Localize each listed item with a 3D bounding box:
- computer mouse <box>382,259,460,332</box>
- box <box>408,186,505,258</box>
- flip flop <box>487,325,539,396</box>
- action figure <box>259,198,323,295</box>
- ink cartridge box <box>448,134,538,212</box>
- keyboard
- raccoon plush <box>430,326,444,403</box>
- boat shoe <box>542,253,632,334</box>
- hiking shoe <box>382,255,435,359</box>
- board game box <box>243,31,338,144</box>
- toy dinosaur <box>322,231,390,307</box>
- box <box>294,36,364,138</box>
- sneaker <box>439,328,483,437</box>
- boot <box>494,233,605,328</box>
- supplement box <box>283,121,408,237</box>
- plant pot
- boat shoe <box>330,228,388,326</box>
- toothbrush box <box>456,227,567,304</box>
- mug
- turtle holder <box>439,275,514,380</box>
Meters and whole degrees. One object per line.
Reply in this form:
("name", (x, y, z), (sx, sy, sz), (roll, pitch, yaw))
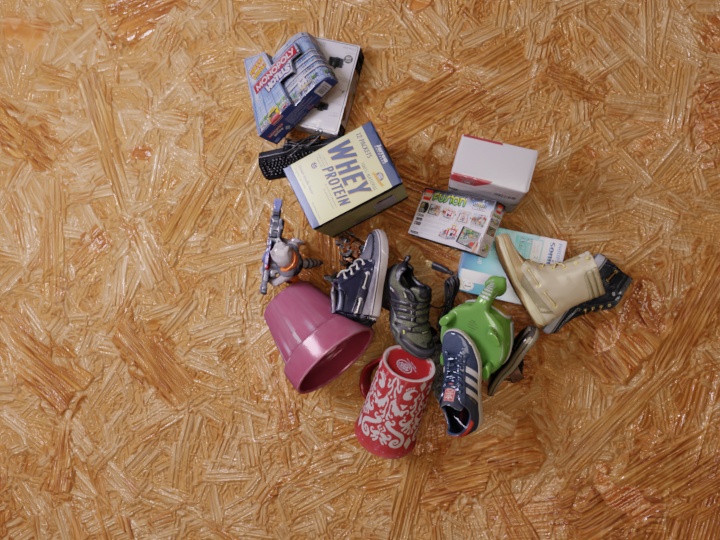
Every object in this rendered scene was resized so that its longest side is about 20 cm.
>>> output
("computer mouse", (0.110, 0.040, 1.127), (0.200, 0.046, 0.141), (23, 109, 29))
("box", (0.192, -0.102, 1.104), (0.200, 0.035, 0.110), (24, 93, 50))
("flip flop", (0.311, 0.191, 1.084), (0.057, 0.081, 0.200), (27, 126, 1))
("action figure", (-0.144, -0.044, 1.133), (0.104, 0.193, 0.201), (7, 90, 7))
("ink cartridge box", (0.257, -0.189, 1.076), (0.146, 0.200, 0.083), (16, 88, 8))
("keyboard", (-0.132, -0.246, 1.183), (0.199, 0.104, 0.040), (-11, 47, 8))
("raccoon plush", (0.152, 0.195, 1.115), (0.097, 0.134, 0.200), (-44, 84, 6))
("boat shoe", (0.466, 0.067, 1.104), (0.091, 0.071, 0.200), (38, 92, 11))
("hiking shoe", (0.102, 0.074, 1.052), (0.076, 0.101, 0.201), (-15, 75, -35))
("board game box", (-0.170, -0.418, 1.167), (0.200, 0.062, 0.200), (-39, 64, 24))
("toy dinosaur", (0.000, 0.000, 1.150), (0.136, 0.102, 0.200), (-41, 40, 0))
("box", (-0.074, -0.402, 1.198), (0.116, 0.060, 0.201), (14, 91, 8))
("sneaker", (0.177, 0.210, 0.989), (0.075, 0.084, 0.201), (-9, 92, 42))
("boot", (0.361, -0.008, 1.032), (0.155, 0.073, 0.200), (-29, 92, 10))
("supplement box", (-0.021, -0.178, 1.115), (0.200, 0.200, 0.135), (-27, 85, 7))
("plant pot", (-0.102, 0.128, 1.137), (0.200, 0.200, 0.179), (-45, 68, 5))
("boat shoe", (-0.004, 0.005, 1.064), (0.092, 0.075, 0.201), (13, 70, -20))
("toothbrush box", (0.308, -0.008, 1.123), (0.199, 0.085, 0.147), (14, 91, 7))
("mug", (0.055, 0.252, 1.094), (0.177, 0.133, 0.201), (29, 124, 22))
("turtle holder", (0.233, 0.108, 1.058), (0.141, 0.132, 0.186), (-9, 100, 41))
